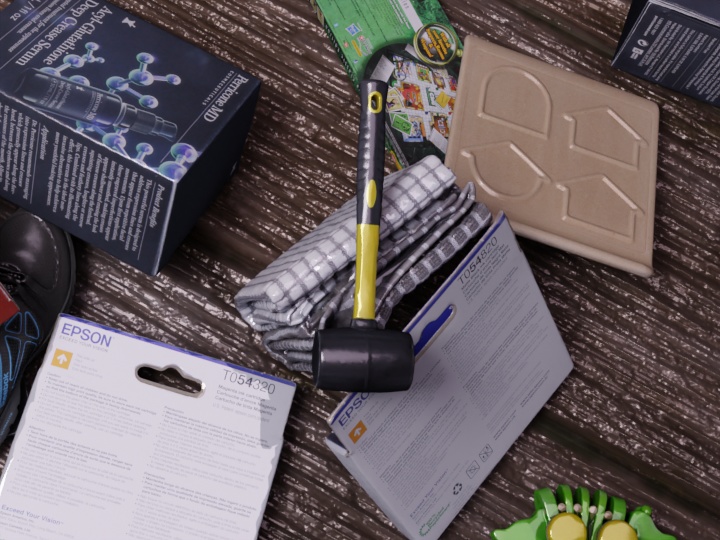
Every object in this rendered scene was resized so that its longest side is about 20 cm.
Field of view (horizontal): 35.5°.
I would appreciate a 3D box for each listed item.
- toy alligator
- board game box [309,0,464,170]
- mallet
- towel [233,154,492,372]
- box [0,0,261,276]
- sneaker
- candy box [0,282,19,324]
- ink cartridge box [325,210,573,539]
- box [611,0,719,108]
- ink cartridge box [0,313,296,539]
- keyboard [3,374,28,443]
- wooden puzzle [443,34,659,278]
[{"bbox_3d":[0.200,0.200,0.870,0.198,0.059,0.055,9,73,-2],"label":"toy alligator"},{"bbox_3d":[0.040,-0.185,0.988,0.104,0.023,0.201,-24,77,-10],"label":"board game box"},{"bbox_3d":[0.014,-0.020,0.722,0.065,0.041,0.202,10,85,-9],"label":"mallet"},{"bbox_3d":[0.000,0.000,0.839,0.165,0.200,0.086,-40,97,-14],"label":"towel"},{"bbox_3d":[-0.203,-0.116,0.877,0.199,0.107,0.149,27,45,2],"label":"box"},{"bbox_3d":[-0.272,0.040,0.845,0.073,0.082,0.202,12,74,7],"label":"sneaker"},{"bbox_3d":[-0.328,-0.038,0.806,0.055,0.116,0.200,-37,44,-15],"label":"candy box"},{"bbox_3d":[0.064,0.081,0.832,0.040,0.200,0.200,28,69,41],"label":"ink cartridge box"},{"bbox_3d":[0.351,-0.252,0.981,0.195,0.124,0.201,21,73,3],"label":"box"},{"bbox_3d":[-0.166,0.157,0.854,0.195,0.043,0.202,18,71,-6],"label":"ink cartridge box"},{"bbox_3d":[-0.292,0.036,0.898,0.126,0.021,0.202,-16,77,-4],"label":"keyboard"},{"bbox_3d":[0.157,-0.092,0.936,0.184,0.046,0.201,18,54,-10],"label":"wooden puzzle"}]
